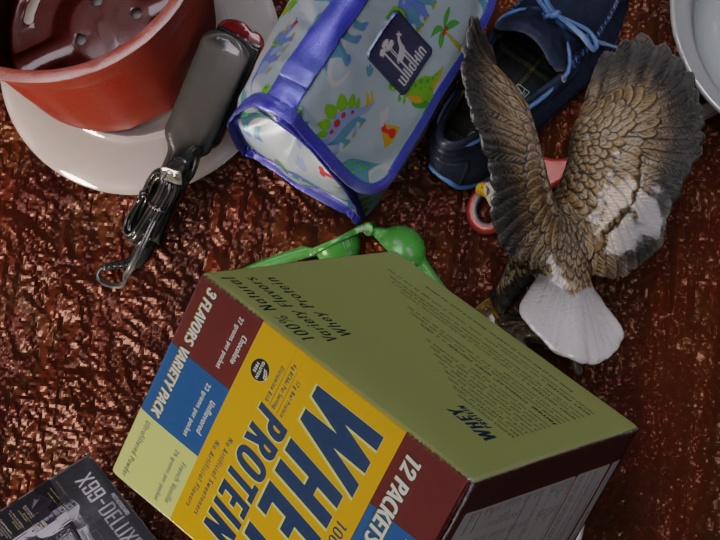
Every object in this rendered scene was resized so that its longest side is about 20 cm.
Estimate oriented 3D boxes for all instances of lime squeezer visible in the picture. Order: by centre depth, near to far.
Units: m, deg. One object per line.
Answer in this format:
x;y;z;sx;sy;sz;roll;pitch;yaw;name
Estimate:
0.000;0.000;1.299;0.199;0.038;0.071;11;110;6;lime squeezer

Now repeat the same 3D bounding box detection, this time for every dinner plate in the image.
-0.154;-0.152;1.345;0.199;0.024;0.201;-1;78;4;dinner plate

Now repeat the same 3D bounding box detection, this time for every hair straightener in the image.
-0.127;-0.069;1.269;0.041;0.077;0.200;33;110;2;hair straightener

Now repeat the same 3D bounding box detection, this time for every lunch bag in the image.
-0.001;-0.140;1.239;0.127;0.200;0.170;30;81;11;lunch bag

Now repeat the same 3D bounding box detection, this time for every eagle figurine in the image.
0.119;-0.048;1.210;0.150;0.152;0.201;20;108;20;eagle figurine

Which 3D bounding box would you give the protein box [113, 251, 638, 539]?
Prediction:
0.011;0.102;1.111;0.198;0.200;0.135;36;112;25;protein box

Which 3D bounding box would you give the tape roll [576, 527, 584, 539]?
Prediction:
0.046;0.146;1.257;0.202;0.037;0.204;-1;79;4;tape roll

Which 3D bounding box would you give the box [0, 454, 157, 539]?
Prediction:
-0.176;0.236;1.216;0.157;0.050;0.200;-33;76;-33;box

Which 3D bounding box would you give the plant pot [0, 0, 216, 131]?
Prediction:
-0.178;-0.185;1.243;0.200;0.195;0.202;-1;77;5;plant pot

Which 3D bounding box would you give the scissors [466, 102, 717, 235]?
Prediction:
0.161;-0.080;1.306;0.200;0.014;0.073;-40;76;-2;scissors

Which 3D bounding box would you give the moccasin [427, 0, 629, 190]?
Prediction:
0.119;-0.139;1.292;0.080;0.068;0.200;30;77;15;moccasin

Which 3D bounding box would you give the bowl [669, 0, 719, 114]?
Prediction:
0.300;-0.160;1.273;0.200;0.090;0.202;-1;79;5;bowl
